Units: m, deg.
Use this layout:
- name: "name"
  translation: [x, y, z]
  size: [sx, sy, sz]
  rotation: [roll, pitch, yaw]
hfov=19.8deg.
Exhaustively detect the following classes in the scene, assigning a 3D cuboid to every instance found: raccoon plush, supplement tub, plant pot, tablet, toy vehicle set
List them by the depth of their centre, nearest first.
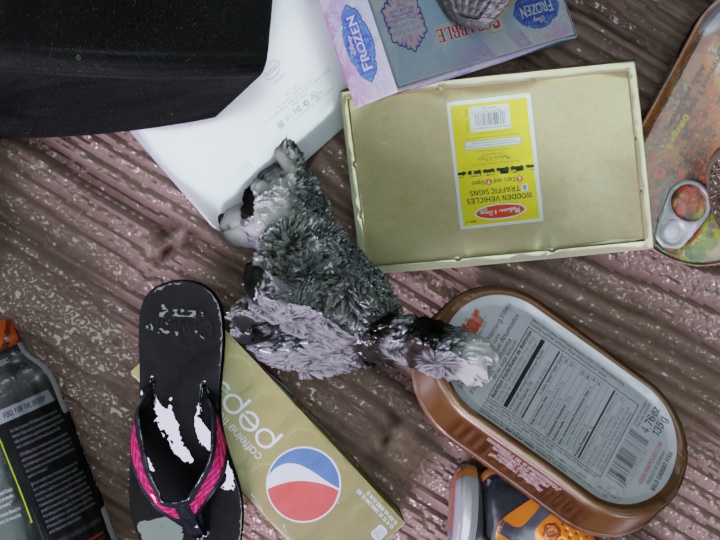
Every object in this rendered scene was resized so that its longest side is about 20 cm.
- name: "plant pot"
  translation: [-0.152, -0.188, 1.293]
  size: [0.176, 0.200, 0.202]
  rotation: [7, 78, -16]
- name: "supplement tub"
  translation: [-0.235, 0.141, 1.335]
  size: [0.122, 0.123, 0.202]
  rotation: [-20, 93, -2]
- name: "raccoon plush"
  translation: [0.000, 0.000, 1.342]
  size: [0.198, 0.097, 0.135]
  rotation: [18, 58, -4]
- name: "toy vehicle set"
  translation: [0.091, -0.068, 1.372]
  size: [0.198, 0.027, 0.126]
  rotation: [-5, 98, 8]
- name: "tablet"
  translation: [-0.063, -0.138, 1.393]
  size: [0.200, 0.014, 0.130]
  rotation: [-41, 93, -2]

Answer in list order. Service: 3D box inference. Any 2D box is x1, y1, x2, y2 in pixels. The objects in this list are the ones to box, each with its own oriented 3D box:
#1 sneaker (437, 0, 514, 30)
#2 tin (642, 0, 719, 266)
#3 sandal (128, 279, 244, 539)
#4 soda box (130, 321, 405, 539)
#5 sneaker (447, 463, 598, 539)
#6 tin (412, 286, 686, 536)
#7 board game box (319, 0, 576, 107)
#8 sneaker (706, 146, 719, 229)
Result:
- name: "sneaker"
  translation: [0.104, -0.245, 1.279]
  size: [0.076, 0.088, 0.202]
  rotation: [20, 98, 28]
- name: "tin"
  translation: [0.251, -0.098, 1.399]
  size: [0.111, 0.042, 0.201]
  rotation: [30, 90, 1]
- name: "sandal"
  translation: [-0.116, 0.108, 1.317]
  size: [0.074, 0.045, 0.202]
  rotation: [-2, 98, 5]
- name: "soda box"
  translation: [-0.062, 0.114, 1.373]
  size: [0.068, 0.064, 0.200]
  rotation: [-43, 92, 0]
- name: "sneaker"
  translation: [0.111, 0.232, 1.378]
  size: [0.111, 0.078, 0.202]
  rotation: [4, 91, -2]
- name: "tin"
  translation: [0.127, 0.091, 1.368]
  size: [0.199, 0.042, 0.112]
  rotation: [35, 54, -2]
- name: "board game box"
  translation: [0.039, -0.222, 1.321]
  size: [0.199, 0.041, 0.201]
  rotation: [-20, 92, -47]
- name: "sneaker"
  translation: [0.298, -0.028, 1.370]
  size: [0.076, 0.070, 0.200]
  rotation: [-54, 124, -24]
